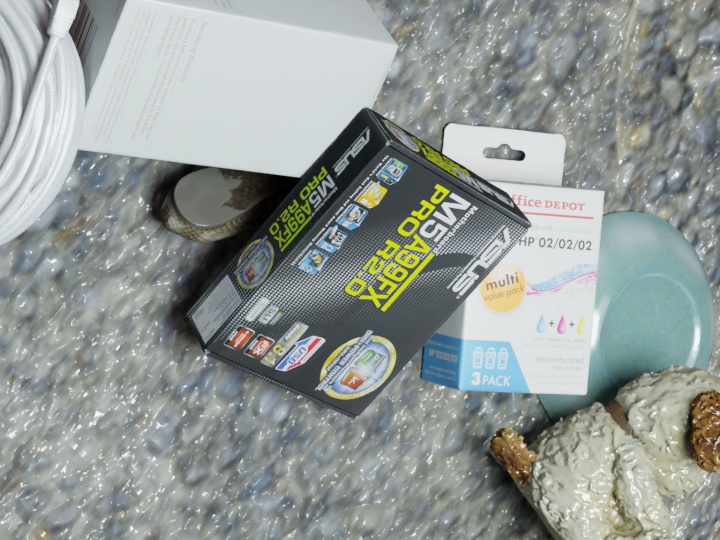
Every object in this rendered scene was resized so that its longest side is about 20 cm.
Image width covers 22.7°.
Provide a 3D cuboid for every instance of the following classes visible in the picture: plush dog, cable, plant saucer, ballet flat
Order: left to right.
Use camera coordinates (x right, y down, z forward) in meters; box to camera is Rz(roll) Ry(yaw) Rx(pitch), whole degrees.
[{"bbox_3d":[-0.268,-0.104,1.088,0.199,0.069,0.201,9,91,5],"label":"cable"},{"bbox_3d":[-0.057,-0.058,1.290,0.199,0.046,0.068,-18,73,-35],"label":"ballet flat"},{"bbox_3d":[0.208,0.138,1.376,0.172,0.200,0.161,-38,101,-2],"label":"plush dog"},{"bbox_3d":[0.228,0.052,1.476,0.200,0.039,0.202,-3,95,-31],"label":"plant saucer"}]

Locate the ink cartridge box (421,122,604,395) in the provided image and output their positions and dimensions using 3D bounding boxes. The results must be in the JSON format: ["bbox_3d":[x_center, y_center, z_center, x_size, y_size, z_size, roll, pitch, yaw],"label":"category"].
[{"bbox_3d":[0.119,-0.009,1.378,0.115,0.068,0.201,3,93,-25],"label":"ink cartridge box"}]

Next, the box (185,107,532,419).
[{"bbox_3d":[0.000,0.000,1.255,0.160,0.044,0.200,28,110,-42],"label":"box"}]

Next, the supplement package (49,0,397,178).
[{"bbox_3d":[-0.098,-0.146,1.186,0.199,0.117,0.118,6,124,-32],"label":"supplement package"}]
